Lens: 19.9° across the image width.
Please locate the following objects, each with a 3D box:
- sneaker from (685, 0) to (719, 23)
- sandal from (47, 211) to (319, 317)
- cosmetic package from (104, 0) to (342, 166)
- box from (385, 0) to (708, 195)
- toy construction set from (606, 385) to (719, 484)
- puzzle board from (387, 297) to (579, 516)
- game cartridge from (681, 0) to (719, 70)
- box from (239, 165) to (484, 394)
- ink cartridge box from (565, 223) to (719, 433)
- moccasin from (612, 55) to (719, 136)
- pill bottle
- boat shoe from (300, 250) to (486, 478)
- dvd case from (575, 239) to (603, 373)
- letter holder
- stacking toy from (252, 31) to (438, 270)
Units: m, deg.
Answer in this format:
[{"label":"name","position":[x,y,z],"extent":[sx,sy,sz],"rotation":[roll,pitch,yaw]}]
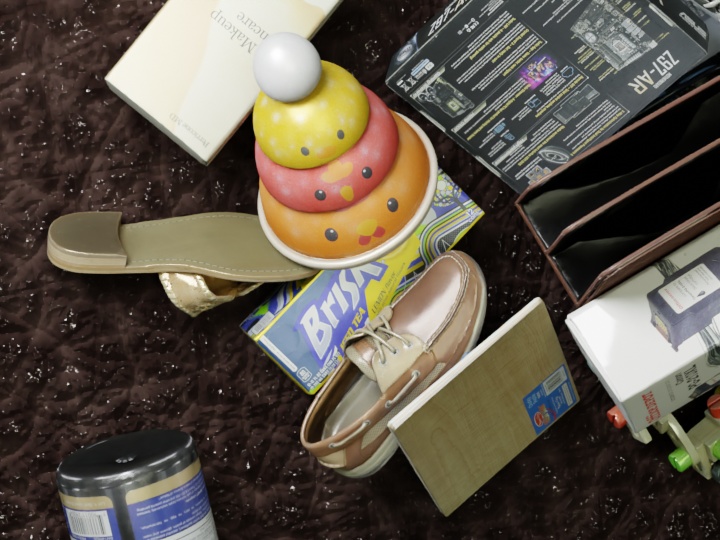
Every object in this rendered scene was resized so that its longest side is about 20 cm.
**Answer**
[{"label":"sneaker","position":[0.302,-0.194,1.542],"extent":[0.200,0.116,0.075],"rotation":[38,107,-24]},{"label":"sandal","position":[-0.138,0.002,1.601],"extent":[0.211,0.078,0.070],"rotation":[4,129,-8]},{"label":"cosmetic package","position":[-0.093,-0.187,1.558],"extent":[0.105,0.071,0.200],"rotation":[38,87,-4]},{"label":"box","position":[0.143,-0.167,1.591],"extent":[0.160,0.044,0.200],"rotation":[37,124,-16]},{"label":"toy construction set","position":[0.305,0.098,1.706],"extent":[0.200,0.092,0.131],"rotation":[-27,129,-1]},{"label":"puzzle board","position":[0.100,0.109,1.628],"extent":[0.151,0.200,0.017],"rotation":[-41,62,-7]},{"label":"game cartridge","position":[0.224,-0.246,1.589],"extent":[0.133,0.040,0.200],"rotation":[-34,117,7]},{"label":"box","position":[0.000,0.000,1.626],"extent":[0.200,0.064,0.070],"rotation":[-46,106,-3]},{"label":"ink cartridge box","position":[0.271,0.033,1.601],"extent":[0.200,0.145,0.084],"rotation":[-31,71,3]},{"label":"moccasin","position":[0.224,-0.105,1.663],"extent":[0.080,0.068,0.200],"rotation":[40,87,-10]},{"label":"pill bottle","position":[-0.161,0.233,1.595],"extent":[0.112,0.112,0.200],"rotation":[-14,102,-12]},{"label":"boat shoe","position":[0.025,0.071,1.579],"extent":[0.072,0.076,0.200],"rotation":[24,100,-47]},{"label":"dvd case","position":[0.269,-0.007,1.684],"extent":[0.200,0.022,0.146],"rotation":[-24,132,-10]},{"label":"letter holder","position":[0.234,-0.071,1.554],"extent":[0.200,0.142,0.101],"rotation":[-30,83,-7]},{"label":"stacking toy","position":[-0.036,-0.105,1.518],"extent":[0.146,0.146,0.200],"rotation":[-40,144,-6]}]
